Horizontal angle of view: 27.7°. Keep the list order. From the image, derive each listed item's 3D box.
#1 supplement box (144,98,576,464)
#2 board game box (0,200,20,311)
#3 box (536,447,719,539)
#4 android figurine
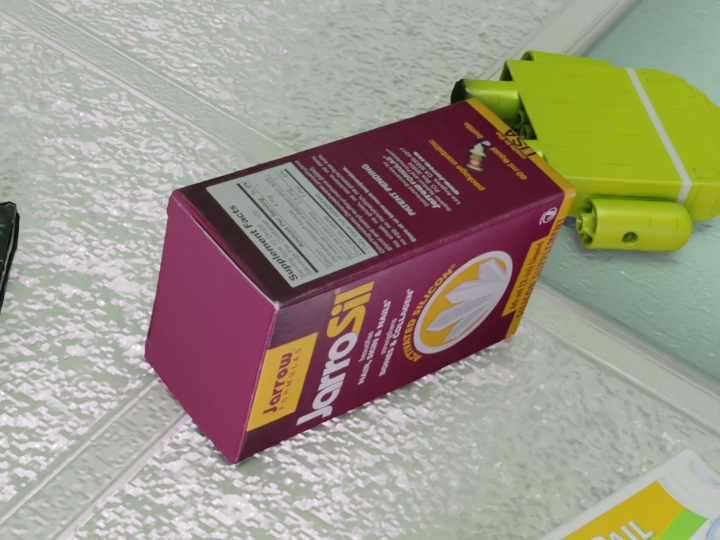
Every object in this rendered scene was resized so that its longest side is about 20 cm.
[{"bbox_3d":[0.000,0.000,0.734,0.199,0.111,0.086,-21,54,-36],"label":"supplement box"},{"bbox_3d":[-0.271,0.004,0.694,0.198,0.028,0.136,9,41,-9],"label":"board game box"},{"bbox_3d":[0.091,0.174,0.580,0.199,0.102,0.112,-22,54,-37],"label":"box"},{"bbox_3d":[0.160,-0.082,0.938,0.198,0.041,0.183,2,43,-18],"label":"android figurine"}]
